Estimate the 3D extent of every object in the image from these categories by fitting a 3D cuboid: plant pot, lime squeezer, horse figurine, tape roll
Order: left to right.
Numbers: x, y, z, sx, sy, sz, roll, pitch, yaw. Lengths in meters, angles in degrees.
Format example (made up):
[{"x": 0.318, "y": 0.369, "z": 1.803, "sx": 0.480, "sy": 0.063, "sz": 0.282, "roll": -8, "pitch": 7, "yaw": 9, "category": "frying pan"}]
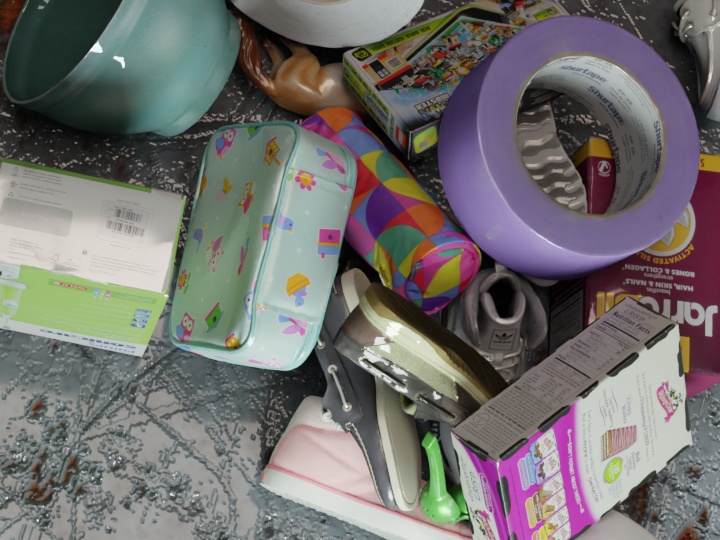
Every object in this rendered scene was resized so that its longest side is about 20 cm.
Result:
[{"x": -0.185, "y": -0.193, "z": 1.655, "sx": 0.134, "sy": 0.200, "sz": 0.201, "roll": 32, "pitch": 68, "yaw": -31, "category": "plant pot"}, {"x": -0.031, "y": -0.280, "z": 1.650, "sx": 0.199, "sy": 0.201, "sz": 0.066, "roll": 23, "pitch": 50, "yaw": -5, "category": "tape roll"}, {"x": -0.024, "y": -0.178, "z": 1.746, "sx": 0.198, "sy": 0.050, "sz": 0.133, "roll": 5, "pitch": 67, "yaw": -13, "category": "horse figurine"}, {"x": 0.084, "y": 0.168, "z": 1.600, "sx": 0.038, "sy": 0.200, "sz": 0.071, "roll": 20, "pitch": 91, "yaw": 34, "category": "lime squeezer"}, {"x": 0.168, "y": -0.098, "z": 1.621, "sx": 0.199, "sy": 0.085, "sz": 0.202, "roll": 5, "pitch": 76, "yaw": -19, "category": "tape roll"}]

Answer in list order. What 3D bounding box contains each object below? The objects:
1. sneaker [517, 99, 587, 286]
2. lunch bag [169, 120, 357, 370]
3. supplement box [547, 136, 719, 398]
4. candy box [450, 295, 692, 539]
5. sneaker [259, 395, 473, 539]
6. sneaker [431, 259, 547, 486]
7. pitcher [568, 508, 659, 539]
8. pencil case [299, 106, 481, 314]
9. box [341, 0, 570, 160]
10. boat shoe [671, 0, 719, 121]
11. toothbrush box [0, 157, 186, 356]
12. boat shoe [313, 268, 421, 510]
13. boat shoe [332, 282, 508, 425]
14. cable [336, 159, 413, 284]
[{"x": 0.149, "y": -0.070, "z": 1.716, "sx": 0.074, "sy": 0.082, "sz": 0.201, "roll": -3, "pitch": 60, "yaw": -4, "category": "sneaker"}, {"x": -0.082, "y": -0.023, "z": 1.623, "sx": 0.077, "sy": 0.160, "sz": 0.201, "roll": 18, "pitch": 81, "yaw": -31, "category": "lunch bag"}, {"x": 0.238, "y": 0.000, "z": 1.722, "sx": 0.130, "sy": 0.103, "sz": 0.201, "roll": 6, "pitch": 74, "yaw": -12, "category": "supplement box"}, {"x": 0.169, "y": 0.131, "z": 1.579, "sx": 0.199, "sy": 0.137, "sz": 0.061, "roll": -34, "pitch": 42, "yaw": -24, "category": "candy box"}, {"x": 0.026, "y": 0.166, "z": 1.643, "sx": 0.199, "sy": 0.075, "sz": 0.105, "roll": 23, "pitch": 76, "yaw": -1, "category": "sneaker"}, {"x": 0.106, "y": 0.087, "z": 1.662, "sx": 0.075, "sy": 0.115, "sz": 0.201, "roll": 3, "pitch": 74, "yaw": -11, "category": "sneaker"}, {"x": 0.149, "y": 0.277, "z": 1.606, "sx": 0.171, "sy": 0.121, "sz": 0.201, "roll": 41, "pitch": 75, "yaw": -25, "category": "pitcher"}, {"x": 0.015, "y": -0.049, "z": 1.662, "sx": 0.088, "sy": 0.089, "sz": 0.200, "roll": -26, "pitch": 54, "yaw": -18, "category": "pencil case"}, {"x": 0.096, "y": -0.174, "z": 1.708, "sx": 0.199, "sy": 0.035, "sz": 0.110, "roll": -24, "pitch": 55, "yaw": -22, "category": "box"}, {"x": 0.316, "y": -0.229, "z": 1.828, "sx": 0.065, "sy": 0.074, "sz": 0.201, "roll": 10, "pitch": 63, "yaw": -4, "category": "boat shoe"}, {"x": -0.225, "y": -0.006, "z": 1.573, "sx": 0.145, "sy": 0.200, "sz": 0.087, "roll": 11, "pitch": 71, "yaw": -8, "category": "toothbrush box"}, {"x": -0.001, "y": 0.101, "z": 1.604, "sx": 0.062, "sy": 0.073, "sz": 0.201, "roll": -19, "pitch": 74, "yaw": 17, "category": "boat shoe"}, {"x": 0.056, "y": 0.084, "z": 1.573, "sx": 0.066, "sy": 0.072, "sz": 0.201, "roll": -41, "pitch": 125, "yaw": 14, "category": "boat shoe"}, {"x": 0.000, "y": 0.000, "z": 1.716, "sx": 0.096, "sy": 0.050, "sz": 0.201, "roll": 1, "pitch": 61, "yaw": 6, "category": "cable"}]
